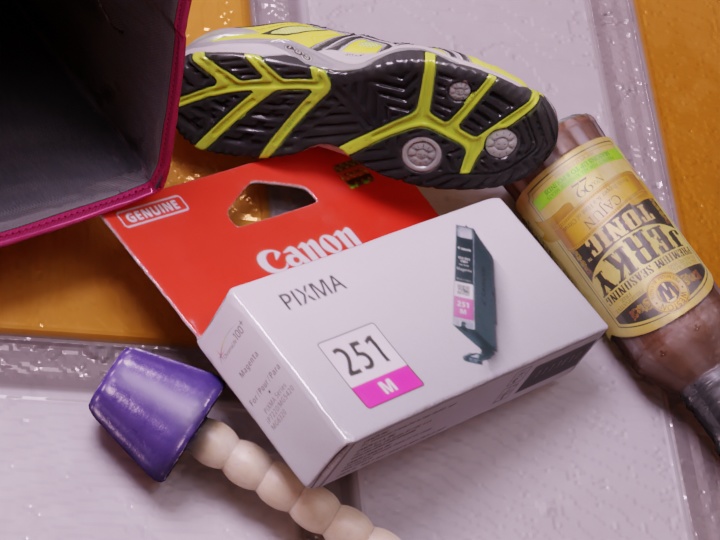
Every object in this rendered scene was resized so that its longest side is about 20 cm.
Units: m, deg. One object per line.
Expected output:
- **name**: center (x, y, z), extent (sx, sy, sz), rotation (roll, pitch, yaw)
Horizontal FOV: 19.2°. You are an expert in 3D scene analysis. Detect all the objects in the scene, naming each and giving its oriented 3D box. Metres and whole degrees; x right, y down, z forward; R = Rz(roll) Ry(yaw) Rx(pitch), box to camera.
- **toy lamp**: center (-0.033, 0.102, 0.975), extent (0.200, 0.058, 0.058), rotation (32, 53, 1)
- **sauce bottle**: center (0.151, 0.011, 1.100), extent (0.065, 0.065, 0.200), rotation (-26, 71, -32)
- **sneaker**: center (0.003, -0.094, 1.084), extent (0.200, 0.076, 0.076), rotation (11, 30, -3)
- **ink cartridge box**: center (0.000, 0.000, 1.026), extent (0.200, 0.044, 0.174), rotation (-20, 65, -45)
- **fabric cube**: center (-0.207, -0.140, 0.945), extent (0.196, 0.200, 0.199), rotation (-19, 52, -30)
